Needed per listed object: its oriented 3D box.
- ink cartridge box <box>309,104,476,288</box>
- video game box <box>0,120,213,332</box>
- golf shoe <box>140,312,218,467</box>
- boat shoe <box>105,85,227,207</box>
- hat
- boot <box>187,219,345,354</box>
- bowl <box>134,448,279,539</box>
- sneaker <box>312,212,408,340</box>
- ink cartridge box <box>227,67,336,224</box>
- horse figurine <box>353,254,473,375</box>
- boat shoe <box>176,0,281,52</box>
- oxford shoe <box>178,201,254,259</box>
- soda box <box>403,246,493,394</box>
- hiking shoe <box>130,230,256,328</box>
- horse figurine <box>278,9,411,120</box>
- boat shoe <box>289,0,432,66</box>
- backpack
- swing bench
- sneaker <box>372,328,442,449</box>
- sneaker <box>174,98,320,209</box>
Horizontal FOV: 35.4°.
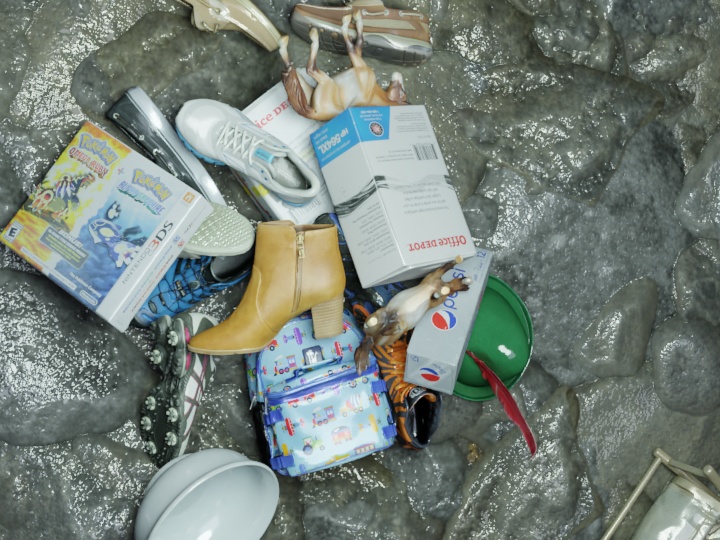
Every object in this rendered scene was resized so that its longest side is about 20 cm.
[{"bbox_3d":[0.041,-0.091,1.364,0.145,0.084,0.203,-9,77,-48],"label":"ink cartridge box"},{"bbox_3d":[-0.303,-0.056,1.336,0.199,0.047,0.183,31,78,22],"label":"video game box"},{"bbox_3d":[-0.217,0.151,1.400,0.087,0.077,0.203,-8,114,-49],"label":"golf shoe"},{"bbox_3d":[-0.238,-0.134,1.401,0.056,0.069,0.201,-38,94,-9],"label":"boat shoe"},{"bbox_3d":[0.191,0.101,1.469,0.165,0.176,0.201,-38,100,-13],"label":"hat"},{"bbox_3d":[-0.117,0.017,1.337,0.198,0.071,0.147,-9,102,-5],"label":"boot"},{"bbox_3d":[-0.202,0.290,1.380,0.199,0.090,0.203,-29,140,-27],"label":"bowl"},{"bbox_3d":[0.000,0.000,1.413,0.201,0.074,0.079,56,39,-34],"label":"sneaker"},{"bbox_3d":[-0.076,-0.133,1.436,0.145,0.083,0.201,-39,101,-13],"label":"ink cartridge box"},{"bbox_3d":[0.058,0.048,1.348,0.199,0.133,0.050,-38,86,-12],"label":"horse figurine"},{"bbox_3d":[-0.188,-0.330,1.413,0.199,0.071,0.065,35,88,-6],"label":"boat shoe"},{"bbox_3d":[-0.221,-0.043,1.376,0.196,0.058,0.076,3,51,13],"label":"oxford shoe"},{"bbox_3d":[0.114,0.057,1.447,0.067,0.064,0.202,14,50,9],"label":"soda box"},{"bbox_3d":[-0.205,0.004,1.397,0.199,0.087,0.075,-35,100,-13],"label":"hiking shoe"},{"bbox_3d":[-0.029,-0.235,1.372,0.199,0.049,0.135,-30,113,-41],"label":"horse figurine"},{"bbox_3d":[0.002,-0.322,1.469,0.197,0.076,0.073,9,81,-23],"label":"boat shoe"},{"bbox_3d":[-0.054,0.141,1.417,0.179,0.134,0.204,-11,87,-10],"label":"backpack"},{"bbox_3d":[0.458,0.397,1.582,0.200,0.129,0.200,42,79,-18],"label":"swing bench"},{"bbox_3d":[0.065,0.135,1.466,0.076,0.112,0.203,-15,95,-16],"label":"sneaker"},{"bbox_3d":[-0.127,-0.144,1.334,0.198,0.087,0.076,29,85,-13],"label":"sneaker"}]
